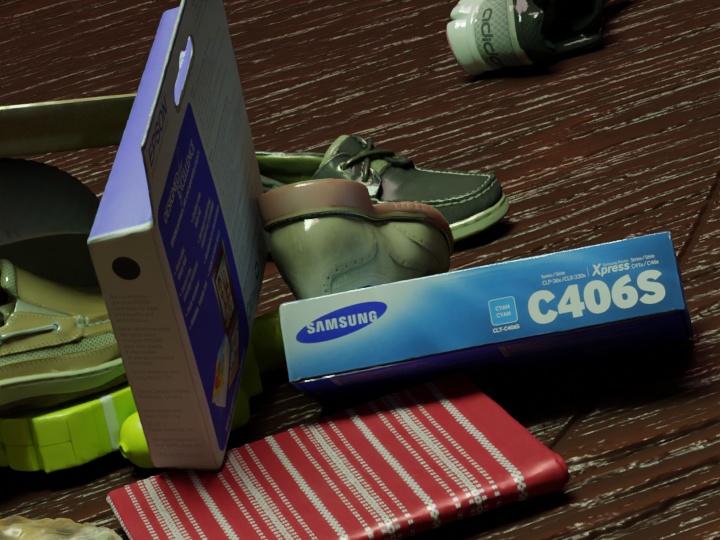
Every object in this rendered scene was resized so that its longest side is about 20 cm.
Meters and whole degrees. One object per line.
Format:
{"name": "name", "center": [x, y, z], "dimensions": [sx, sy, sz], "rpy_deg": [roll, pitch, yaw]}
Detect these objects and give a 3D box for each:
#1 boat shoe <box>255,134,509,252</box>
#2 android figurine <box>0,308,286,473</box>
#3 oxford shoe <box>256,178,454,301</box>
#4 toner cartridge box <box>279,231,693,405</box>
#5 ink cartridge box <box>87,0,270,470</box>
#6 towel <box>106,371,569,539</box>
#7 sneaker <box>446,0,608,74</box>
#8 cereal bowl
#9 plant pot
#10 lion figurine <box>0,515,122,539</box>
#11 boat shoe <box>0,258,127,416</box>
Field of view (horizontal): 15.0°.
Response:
{"name": "boat shoe", "center": [-0.008, -0.049, 1.672], "dimensions": [0.201, 0.066, 0.072], "rpy_deg": [-2, 22, 29]}
{"name": "android figurine", "center": [-0.136, 0.063, 1.484], "dimensions": [0.200, 0.041, 0.182], "rpy_deg": [-23, 22, -28]}
{"name": "oxford shoe", "center": [0.000, 0.000, 1.500], "dimensions": [0.071, 0.074, 0.200], "rpy_deg": [-14, -11, 24]}
{"name": "toner cartridge box", "center": [0.066, 0.026, 1.392], "dimensions": [0.200, 0.043, 0.095], "rpy_deg": [-11, -12, 7]}
{"name": "ink cartridge box", "center": [-0.090, -0.039, 1.361], "dimensions": [0.043, 0.200, 0.198], "rpy_deg": [-2, 38, 10]}
{"name": "towel", "center": [-0.012, 0.106, 1.312], "dimensions": [0.200, 0.023, 0.145], "rpy_deg": [-18, 20, -12]}
{"name": "sneaker", "center": [0.152, -0.199, 1.980], "dimensions": [0.087, 0.074, 0.200], "rpy_deg": [5, 31, 42]}
{"name": "cereal bowl", "center": [-0.232, -0.001, 1.502], "dimensions": [0.200, 0.083, 0.200], "rpy_deg": [-25, -18, -9]}
{"name": "plant pot", "center": [-0.193, -0.074, 1.461], "dimensions": [0.200, 0.028, 0.200], "rpy_deg": [-6, 5, 1]}
{"name": "lion figurine", "center": [-0.198, 0.150, 1.244], "dimensions": [0.200, 0.073, 0.122], "rpy_deg": [-1, 15, 42]}
{"name": "boat shoe", "center": [-0.173, 0.029, 1.423], "dimensions": [0.200, 0.076, 0.072], "rpy_deg": [-22, 20, -29]}
